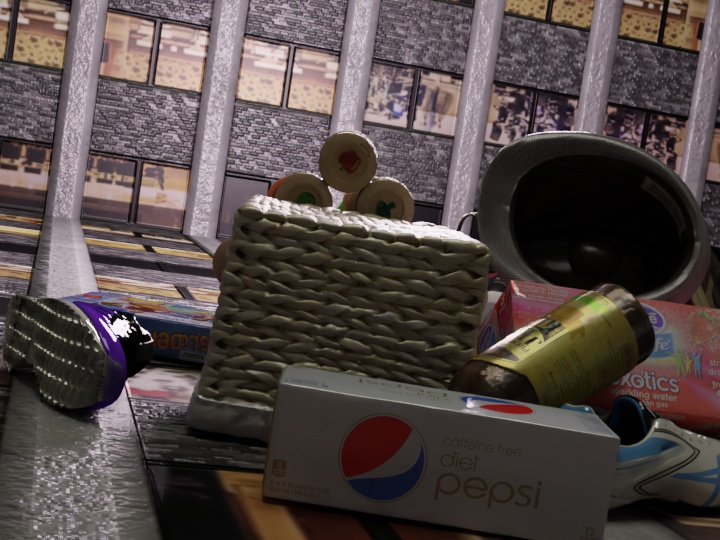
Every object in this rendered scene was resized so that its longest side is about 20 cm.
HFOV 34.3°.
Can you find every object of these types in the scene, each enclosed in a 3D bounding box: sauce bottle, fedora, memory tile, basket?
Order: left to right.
[{"bbox_3d":[-0.015,0.039,0.874,0.196,0.163,0.200,9,6,-3],"label":"basket"},{"bbox_3d":[0.000,0.000,0.981,0.200,0.153,0.017,49,0,-10],"label":"memory tile"},{"bbox_3d":[0.105,0.076,0.770,0.199,0.065,0.064,-28,21,-25],"label":"sauce bottle"},{"bbox_3d":[0.189,-0.022,0.985,0.197,0.179,0.091,3,-26,-3],"label":"fedora"}]

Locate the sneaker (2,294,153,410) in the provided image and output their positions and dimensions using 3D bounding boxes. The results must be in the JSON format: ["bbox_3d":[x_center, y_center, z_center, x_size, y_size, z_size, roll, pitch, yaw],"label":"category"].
[{"bbox_3d":[-0.194,0.056,0.867,0.099,0.070,0.199,9,4,-32],"label":"sneaker"}]

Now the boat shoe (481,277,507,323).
[{"bbox_3d":[0.084,0.043,1.179,0.073,0.061,0.200,13,-29,-24],"label":"boat shoe"}]

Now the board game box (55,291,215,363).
[{"bbox_3d":[-0.191,0.055,1.118,0.197,0.035,0.135,9,4,8],"label":"board game box"}]

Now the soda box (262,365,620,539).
[{"bbox_3d":[0.045,0.107,0.682,0.197,0.069,0.064,9,5,0],"label":"soda box"}]

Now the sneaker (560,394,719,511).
[{"bbox_3d":[0.202,0.123,0.793,0.198,0.073,0.071,7,4,-41],"label":"sneaker"}]

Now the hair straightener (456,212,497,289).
[{"bbox_3d":[0.079,0.018,1.082,0.041,0.201,0.077,-18,56,-36],"label":"hair straightener"}]

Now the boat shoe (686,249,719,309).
[{"bbox_3d":[0.360,0.068,1.152,0.065,0.201,0.073,-35,26,-9],"label":"boat shoe"}]

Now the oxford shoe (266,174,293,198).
[{"bbox_3d":[-0.030,0.011,1.083,0.070,0.202,0.073,-18,-6,-3],"label":"oxford shoe"}]

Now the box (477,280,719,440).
[{"bbox_3d":[0.192,0.083,0.886,0.197,0.096,0.103,8,-31,-10],"label":"box"}]

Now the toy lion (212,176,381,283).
[{"bbox_3d":[-0.007,0.029,1.018,0.198,0.194,0.069,-24,2,-3],"label":"toy lion"}]
